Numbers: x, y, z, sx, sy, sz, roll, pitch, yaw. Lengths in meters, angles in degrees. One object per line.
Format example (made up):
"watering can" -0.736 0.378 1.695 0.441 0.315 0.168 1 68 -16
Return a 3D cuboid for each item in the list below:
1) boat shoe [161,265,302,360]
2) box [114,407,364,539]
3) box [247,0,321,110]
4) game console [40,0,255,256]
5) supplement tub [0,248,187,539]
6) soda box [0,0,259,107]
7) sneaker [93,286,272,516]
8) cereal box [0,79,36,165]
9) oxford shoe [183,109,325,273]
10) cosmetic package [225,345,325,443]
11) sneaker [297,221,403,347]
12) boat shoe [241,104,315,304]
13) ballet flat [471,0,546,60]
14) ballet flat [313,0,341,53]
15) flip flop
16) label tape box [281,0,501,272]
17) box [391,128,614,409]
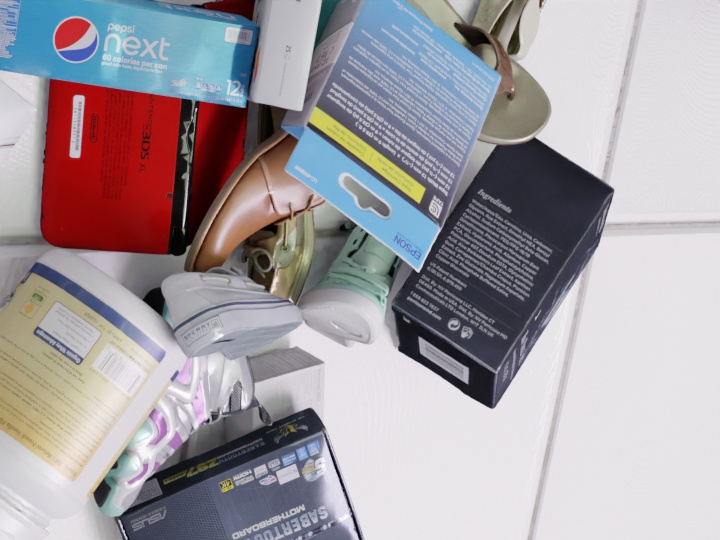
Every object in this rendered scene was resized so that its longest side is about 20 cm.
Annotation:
"boat shoe" -0.100 0.027 1.455 0.073 0.067 0.200 -28 172 9
"box" -0.103 0.232 1.607 0.198 0.051 0.159 -21 117 -9
"box" -0.058 -0.205 1.410 0.041 0.200 0.158 10 94 -7
"game console" -0.170 -0.125 1.481 0.170 0.119 0.202 4 106 -11
"supplement tub" -0.243 0.101 1.416 0.201 0.144 0.144 -54 134 -12
"soda box" -0.181 -0.172 1.360 0.198 0.068 0.065 8 103 -17
"sneaker" -0.140 0.124 1.549 0.139 0.078 0.202 18 95 -30
"cereal box" -0.342 -0.076 1.325 0.144 0.039 0.201 39 79 -44
"oxford shoe" -0.066 -0.065 1.485 0.200 0.071 0.071 -49 174 -11
"cosmetic package" -0.080 0.176 1.663 0.082 0.050 0.202 -13 115 -35
"sneaker" 0.000 0.000 1.593 0.073 0.200 0.119 27 84 -4
"boat shoe" -0.075 -0.054 1.564 0.063 0.073 0.203 8 100 -31
"ballet flat" 0.120 -0.190 1.690 0.067 0.062 0.202 15 96 -44
"ballet flat" -0.017 -0.186 1.551 0.072 0.072 0.201 -42 101 -21
"flip flop" 0.089 -0.182 1.563 0.200 0.057 0.081 45 76 -21
"label tape box" 0.015 -0.112 1.462 0.143 0.066 0.201 35 61 -20
"box" 0.130 0.002 1.679 0.201 0.117 0.197 -57 170 -10
